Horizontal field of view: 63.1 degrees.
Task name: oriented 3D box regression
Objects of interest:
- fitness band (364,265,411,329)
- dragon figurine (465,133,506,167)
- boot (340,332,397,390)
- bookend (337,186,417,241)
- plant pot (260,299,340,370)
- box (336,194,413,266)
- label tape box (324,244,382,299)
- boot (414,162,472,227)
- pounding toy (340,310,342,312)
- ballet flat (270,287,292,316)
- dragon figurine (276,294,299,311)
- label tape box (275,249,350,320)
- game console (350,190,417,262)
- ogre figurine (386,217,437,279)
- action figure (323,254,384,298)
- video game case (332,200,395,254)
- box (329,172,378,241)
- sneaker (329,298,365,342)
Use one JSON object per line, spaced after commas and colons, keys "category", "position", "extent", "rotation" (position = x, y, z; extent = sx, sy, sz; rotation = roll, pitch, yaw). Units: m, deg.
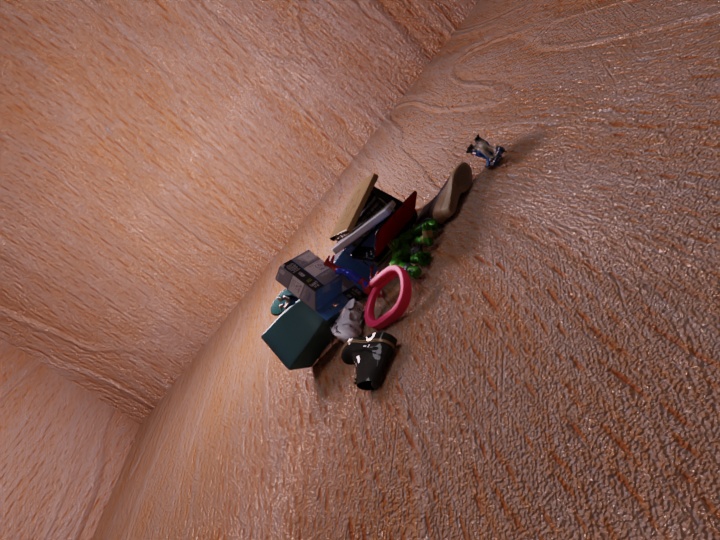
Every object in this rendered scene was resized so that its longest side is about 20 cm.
{"category": "fitness band", "position": [0.070, 0.071, 1.541], "extent": [0.200, 0.037, 0.145], "rotation": [-42, 42, 47]}
{"category": "dragon figurine", "position": [0.349, -0.325, 1.623], "extent": [0.059, 0.099, 0.200], "rotation": [-53, -4, 8]}
{"category": "boot", "position": [-0.004, 0.234, 1.427], "extent": [0.200, 0.077, 0.139], "rotation": [-33, 30, 52]}
{"category": "bookend", "position": [0.051, -0.153, 1.931], "extent": [0.201, 0.198, 0.092], "rotation": [-58, 13, 21]}
{"category": "plant pot", "position": [-0.165, 0.173, 1.762], "extent": [0.200, 0.141, 0.141], "rotation": [-51, -22, 13]}
{"category": "box", "position": [0.045, -0.116, 1.872], "extent": [0.200, 0.160, 0.044], "rotation": [-47, 17, 20]}
{"category": "label tape box", "position": [-0.041, 0.018, 1.825], "extent": [0.200, 0.144, 0.064], "rotation": [-30, 26, 53]}
{"category": "boot", "position": [0.235, -0.216, 1.709], "extent": [0.166, 0.072, 0.201], "rotation": [-22, 38, 57]}
{"category": "pounding toy", "position": [-0.161, 0.156, 1.962], "extent": [0.200, 0.142, 0.184], "rotation": [-50, 2, -2]}
{"category": "ballet flat", "position": [-0.219, 0.077, 1.961], "extent": [0.200, 0.074, 0.074], "rotation": [-48, 16, -1]}
{"category": "dragon figurine", "position": [-0.199, 0.089, 1.797], "extent": [0.099, 0.059, 0.200], "rotation": [-31, -21, -18]}
{"category": "label tape box", "position": [-0.127, 0.038, 1.714], "extent": [0.144, 0.199, 0.064], "rotation": [-34, -24, -52]}
{"category": "game console", "position": [0.065, -0.131, 1.683], "extent": [0.172, 0.119, 0.200], "rotation": [9, 46, 45]}
{"category": "ogre figurine", "position": [0.139, -0.054, 1.609], "extent": [0.119, 0.098, 0.202], "rotation": [-14, 61, 41]}
{"category": "action figure", "position": [0.000, 0.000, 1.700], "extent": [0.099, 0.199, 0.065], "rotation": [-57, -12, 14]}
{"category": "video game case", "position": [0.014, -0.131, 1.740], "extent": [0.199, 0.023, 0.182], "rotation": [-36, 7, 16]}
{"category": "box", "position": [-0.022, -0.189, 1.786], "extent": [0.201, 0.021, 0.163], "rotation": [-65, 17, -16]}
{"category": "sneaker", "position": [-0.024, 0.145, 1.658], "extent": [0.115, 0.075, 0.200], "rotation": [-56, 13, -2]}
